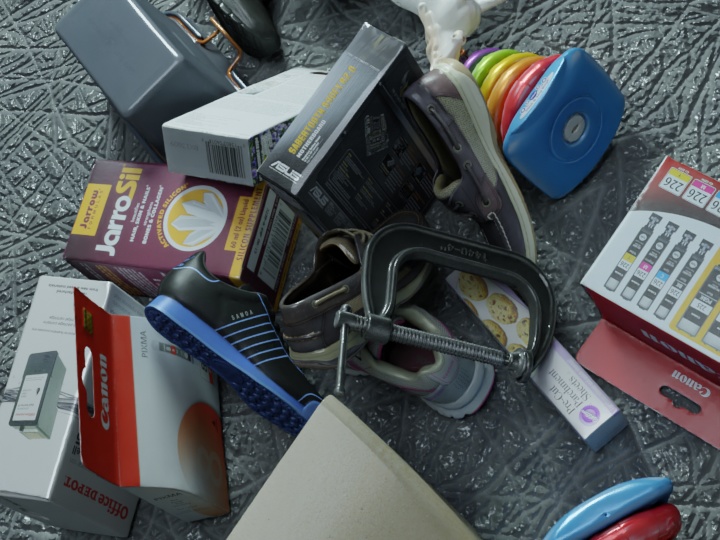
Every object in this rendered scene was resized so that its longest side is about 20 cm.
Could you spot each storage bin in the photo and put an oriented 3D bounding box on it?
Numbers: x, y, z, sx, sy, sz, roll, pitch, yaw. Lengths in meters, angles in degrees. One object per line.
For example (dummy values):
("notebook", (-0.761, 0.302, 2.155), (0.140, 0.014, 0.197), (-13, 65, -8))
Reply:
("storage bin", (-0.200, -0.202, 1.432), (0.145, 0.134, 0.200), (-43, 59, 4))

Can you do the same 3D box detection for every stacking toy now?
("stacking toy", (0.129, -0.162, 1.308), (0.116, 0.110, 0.200), (-54, 44, 0))
("stacking toy", (0.222, 0.263, 1.064), (0.116, 0.110, 0.201), (-29, 70, -3))

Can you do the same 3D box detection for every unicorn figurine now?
("unicorn figurine", (0.075, -0.252, 1.316), (0.138, 0.074, 0.200), (-56, 43, 10))

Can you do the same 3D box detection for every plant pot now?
("plant pot", (0.010, 0.246, 1.119), (0.177, 0.200, 0.200), (33, 83, 21))

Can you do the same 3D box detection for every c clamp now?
("c clamp", (0.070, 0.041, 1.167), (0.199, 0.027, 0.172), (9, 56, -16))

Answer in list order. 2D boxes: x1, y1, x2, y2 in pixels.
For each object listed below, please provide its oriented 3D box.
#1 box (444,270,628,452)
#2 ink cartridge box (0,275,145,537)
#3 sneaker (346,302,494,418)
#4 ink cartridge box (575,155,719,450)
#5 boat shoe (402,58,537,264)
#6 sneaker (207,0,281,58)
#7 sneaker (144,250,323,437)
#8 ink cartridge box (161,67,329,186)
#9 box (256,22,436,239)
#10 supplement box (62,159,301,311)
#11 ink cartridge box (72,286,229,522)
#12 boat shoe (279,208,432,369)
("box", (0.146, 0.066, 1.220), (0.041, 0.039, 0.200), (-40, 58, 2))
("ink cartridge box", (-0.249, 0.125, 1.302), (0.084, 0.146, 0.201), (5, 70, 24))
("sneaker", (0.019, 0.054, 1.251), (0.199, 0.088, 0.082), (20, 76, 30))
("ink cartridge box", (0.286, 0.036, 1.147), (0.200, 0.084, 0.176), (31, 82, 31))
("boat shoe", (0.091, -0.079, 1.231), (0.065, 0.201, 0.072), (-28, 20, -15))
("sneaker", (-0.124, -0.304, 1.489), (0.090, 0.076, 0.200), (-30, 62, -3))
("sneaker", (-0.091, 0.066, 1.265), (0.200, 0.070, 0.078), (40, 63, -10))
("ink cartridge box", (-0.079, -0.139, 1.362), (0.109, 0.051, 0.200), (12, 29, 35))
("box", (0.008, -0.097, 1.259), (0.048, 0.200, 0.159), (31, 82, 29))
("supplement box", (-0.168, -0.035, 1.374), (0.199, 0.086, 0.111), (6, 69, 25))
("ink cartridge box", (-0.177, 0.114, 1.243), (0.050, 0.200, 0.163), (-14, 64, 12))
("boat shoe", (0.000, 0.000, 1.205), (0.074, 0.074, 0.200), (-3, 33, 35))
